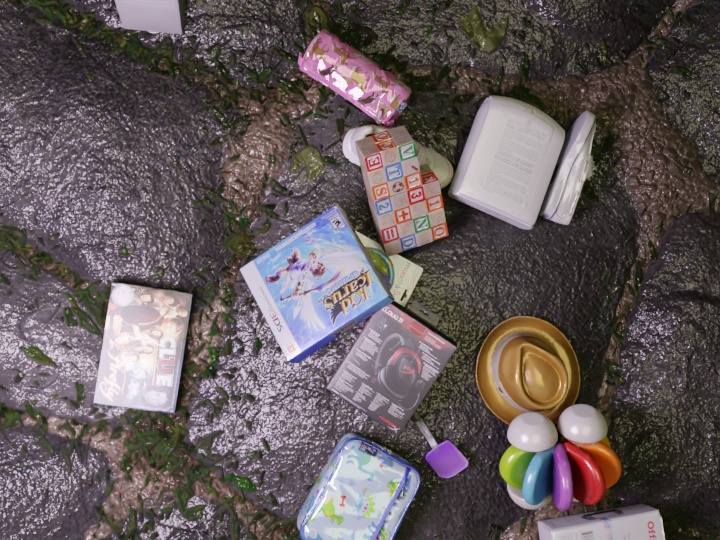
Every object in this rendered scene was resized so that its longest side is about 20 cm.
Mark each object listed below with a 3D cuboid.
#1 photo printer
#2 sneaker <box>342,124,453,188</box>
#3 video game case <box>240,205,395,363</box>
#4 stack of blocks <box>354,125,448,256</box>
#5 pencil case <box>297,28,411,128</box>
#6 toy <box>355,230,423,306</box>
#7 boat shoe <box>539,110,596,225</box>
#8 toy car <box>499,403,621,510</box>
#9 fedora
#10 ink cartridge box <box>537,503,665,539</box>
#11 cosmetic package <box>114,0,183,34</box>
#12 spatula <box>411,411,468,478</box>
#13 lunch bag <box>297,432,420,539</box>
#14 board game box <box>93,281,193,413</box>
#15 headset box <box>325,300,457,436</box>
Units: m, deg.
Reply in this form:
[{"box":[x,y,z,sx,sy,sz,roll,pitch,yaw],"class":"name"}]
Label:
[{"box":[0.257,-0.193,1.671,0.165,0.069,0.201,21,85,-13],"class":"photo printer"},{"box":[0.068,-0.190,1.639,0.198,0.088,0.082,18,85,-8],"class":"sneaker"},{"box":[-0.073,0.023,1.580,0.199,0.045,0.182,-33,73,8],"class":"video game case"},{"box":[0.070,-0.134,1.598,0.114,0.059,0.201,-19,127,-6],"class":"stack of blocks"},{"box":[-0.010,-0.326,1.641,0.199,0.087,0.083,35,114,-5],"class":"pencil case"},{"box":[0.000,0.000,1.642,0.199,0.047,0.116,28,86,-5],"class":"toy"},{"box":[0.378,-0.178,1.691,0.065,0.072,0.201,22,85,-10],"class":"boat shoe"},{"box":[0.336,0.331,1.600,0.198,0.150,0.176,-7,118,-8],"class":"toy car"},{"box":[0.297,0.178,1.656,0.199,0.082,0.203,0,87,-8],"class":"fedora"},{"box":[0.418,0.494,1.658,0.198,0.086,0.149,-7,88,-9],"class":"ink cartridge box"},{"box":[-0.336,-0.450,1.543,0.106,0.200,0.091,4,89,-10],"class":"cosmetic package"},{"box":[0.107,0.270,1.656,0.056,0.021,0.201,-37,88,8],"class":"spatula"},{"box":[0.000,0.386,1.610,0.160,0.082,0.201,31,85,-8],"class":"lunch bag"},{"box":[-0.358,0.127,1.595,0.134,0.035,0.202,8,86,-7],"class":"board game box"},{"box":[0.058,0.148,1.606,0.148,0.075,0.201,33,95,0],"class":"headset box"}]
